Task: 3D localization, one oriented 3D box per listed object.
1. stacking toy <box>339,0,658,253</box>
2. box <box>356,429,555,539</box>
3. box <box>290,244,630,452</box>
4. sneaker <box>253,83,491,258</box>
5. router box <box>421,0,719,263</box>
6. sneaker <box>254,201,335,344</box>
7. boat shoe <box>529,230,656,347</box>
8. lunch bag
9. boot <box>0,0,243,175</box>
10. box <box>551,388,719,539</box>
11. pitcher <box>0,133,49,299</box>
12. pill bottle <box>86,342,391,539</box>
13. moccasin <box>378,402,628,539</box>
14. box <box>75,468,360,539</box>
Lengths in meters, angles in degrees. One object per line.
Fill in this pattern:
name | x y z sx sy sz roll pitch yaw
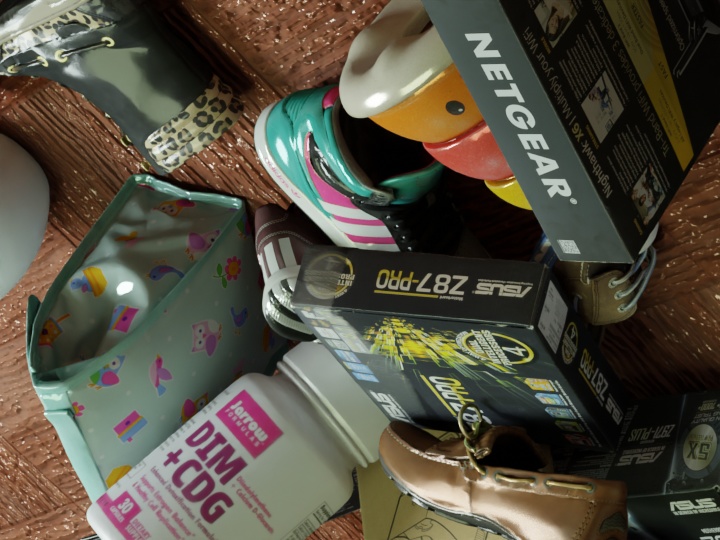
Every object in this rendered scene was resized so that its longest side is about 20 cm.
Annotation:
stacking toy | 0.100 -0.085 1.469 0.200 0.146 0.146 44 147 -17
box | 0.065 0.165 1.743 0.163 0.200 0.021 -34 135 31
box | 0.066 0.049 1.637 0.161 0.049 0.200 8 158 24
sneaker | 0.034 -0.048 1.641 0.200 0.084 0.121 41 154 -13
router box | 0.121 -0.128 1.381 0.052 0.157 0.200 3 135 40
sneaker | 0.000 0.000 1.750 0.076 0.116 0.200 -33 146 23
boat shoe | 0.144 -0.007 1.609 0.072 0.072 0.200 27 157 4
lunch bag | -0.153 0.062 1.838 0.122 0.200 0.170 15 144 28
boot | -0.177 -0.128 1.737 0.151 0.073 0.200 46 141 -17
box | 0.224 0.163 1.718 0.200 0.086 0.164 -10 133 48
pitcher | -0.316 -0.024 1.871 0.121 0.200 0.172 16 144 26
pill bottle | -0.077 0.142 1.779 0.113 0.200 0.113 48 174 7
moccasin | 0.088 0.127 1.650 0.074 0.078 0.201 9 -173 -37
box | -0.092 0.185 1.950 0.158 0.200 0.050 -23 86 54
